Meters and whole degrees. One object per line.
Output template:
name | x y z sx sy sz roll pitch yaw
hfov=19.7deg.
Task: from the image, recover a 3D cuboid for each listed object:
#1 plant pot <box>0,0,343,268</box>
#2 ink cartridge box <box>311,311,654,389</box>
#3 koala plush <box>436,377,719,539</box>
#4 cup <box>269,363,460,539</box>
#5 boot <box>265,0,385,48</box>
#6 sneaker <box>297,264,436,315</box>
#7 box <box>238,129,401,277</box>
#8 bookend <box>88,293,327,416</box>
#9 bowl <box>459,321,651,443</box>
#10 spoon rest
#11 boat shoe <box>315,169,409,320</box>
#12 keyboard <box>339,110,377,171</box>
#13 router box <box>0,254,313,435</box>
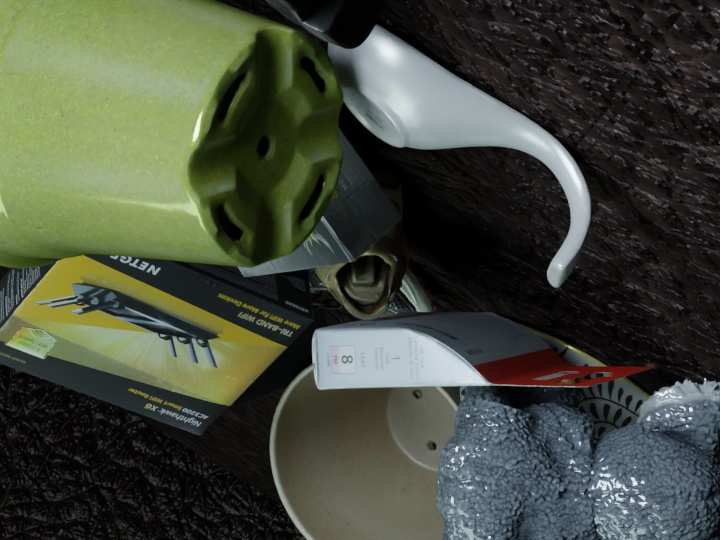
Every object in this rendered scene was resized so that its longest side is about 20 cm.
plant pot | -0.116 -0.082 1.168 0.183 0.202 0.200 14 160 34
ink cartridge box | 0.088 0.054 1.460 0.198 0.058 0.162 -6 180 25
koala plush | 0.166 0.156 1.451 0.198 0.179 0.184 3 173 18
cup | 0.042 0.147 1.789 0.199 0.202 0.143 26 -156 19
boot | -0.088 -0.185 1.068 0.173 0.070 0.200 25 168 25
sneaker | -0.027 0.000 1.609 0.199 0.075 0.081 35 166 -19
box | -0.072 -0.075 1.368 0.159 0.048 0.200 55 160 -12
bookend | -0.128 0.053 1.735 0.200 0.197 0.093 73 175 -72
bowl | 0.150 0.128 1.641 0.200 0.095 0.201 29 168 7
spoon rest | 0.059 -0.079 1.192 0.200 0.061 0.099 43 168 10
boat shoe | 0.000 0.000 1.476 0.071 0.077 0.200 -5 160 2
keyboard | -0.037 -0.072 1.441 0.104 0.040 0.200 27 165 16
router box | -0.159 0.031 1.537 0.199 0.053 0.157 22 130 -29
